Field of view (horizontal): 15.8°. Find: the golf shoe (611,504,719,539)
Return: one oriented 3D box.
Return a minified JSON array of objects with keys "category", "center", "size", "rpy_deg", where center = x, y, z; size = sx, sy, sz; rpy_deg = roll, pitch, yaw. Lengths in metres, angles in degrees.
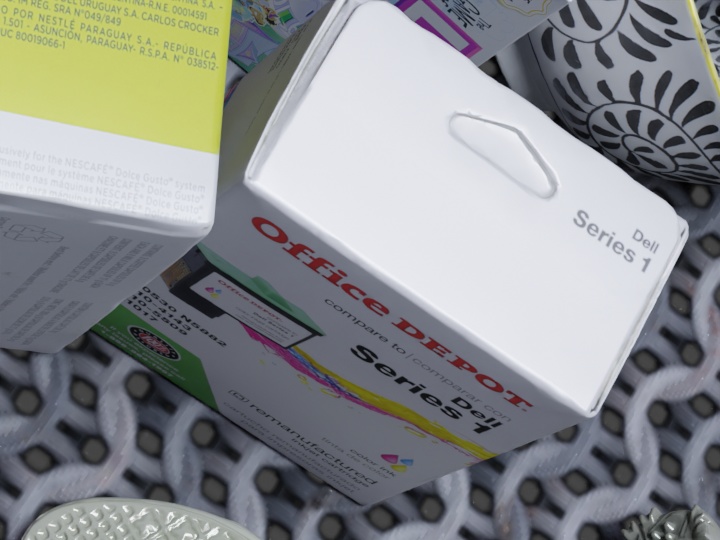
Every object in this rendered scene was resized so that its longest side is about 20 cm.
[{"category":"golf shoe","center":[0.113,0.194,1.008],"size":[0.097,0.078,0.200],"rpy_deg":[29,72,-33]}]

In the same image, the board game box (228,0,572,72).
[{"category":"board game box","center":[-0.009,-0.122,0.951],"size":[0.134,0.200,0.034],"rpy_deg":[40,65,-9]}]

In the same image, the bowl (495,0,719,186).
[{"category":"bowl","center":[0.102,-0.117,1.037],"size":[0.094,0.201,0.201],"rpy_deg":[-13,80,18]}]

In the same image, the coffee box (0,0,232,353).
[{"category":"coffee box","center":[-0.163,-0.099,0.879],"size":[0.200,0.200,0.198],"rpy_deg":[10,73,-20]}]

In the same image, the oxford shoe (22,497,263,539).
[{"category":"oxford shoe","center":[-0.032,0.137,0.961],"size":[0.200,0.058,0.075],"rpy_deg":[16,77,-3]}]

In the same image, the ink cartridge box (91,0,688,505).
[{"category":"ink cartridge box","center":[0.000,0.000,0.924],"size":[0.145,0.200,0.084],"rpy_deg":[34,66,-12]}]
